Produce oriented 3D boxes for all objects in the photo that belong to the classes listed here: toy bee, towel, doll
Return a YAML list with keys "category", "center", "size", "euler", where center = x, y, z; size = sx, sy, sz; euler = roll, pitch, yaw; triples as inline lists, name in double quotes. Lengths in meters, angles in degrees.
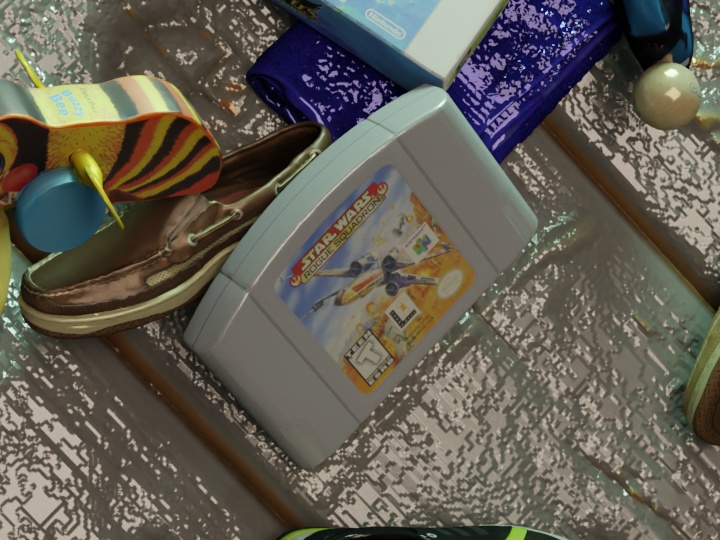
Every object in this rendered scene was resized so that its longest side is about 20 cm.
- category: "toy bee"
  center: [-0.164, -0.060, 1.215]
  size: [0.131, 0.109, 0.200]
  euler: [34, 52, 29]
- category: "towel"
  center: [0.050, -0.127, 1.401]
  size: [0.148, 0.050, 0.200]
  euler: [46, 72, -8]
- category: "doll"
  center: [0.171, -0.177, 1.413]
  size: [0.048, 0.136, 0.201]
  euler: [-7, 71, 17]

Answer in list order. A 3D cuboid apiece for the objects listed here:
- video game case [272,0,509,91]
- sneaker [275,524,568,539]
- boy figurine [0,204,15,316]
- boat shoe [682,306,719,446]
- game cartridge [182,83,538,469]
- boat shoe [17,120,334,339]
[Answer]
- category: "video game case"
  center: [0.011, -0.222, 1.376]
  size: [0.200, 0.045, 0.182]
  euler: [34, 70, 4]
- category: "sneaker"
  center: [0.043, 0.178, 1.341]
  size: [0.199, 0.083, 0.072]
  euler: [1, 83, -18]
- category: "boy figurine"
  center: [-0.235, -0.012, 1.287]
  size: [0.124, 0.064, 0.200]
  euler: [46, 74, -4]
- category: "boat shoe"
  center: [0.250, 0.010, 1.442]
  size: [0.072, 0.076, 0.200]
  euler: [34, 93, -40]
- category: "game cartridge"
  center: [0.000, 0.000, 1.333]
  size: [0.200, 0.041, 0.133]
  euler: [-47, 133, -9]
- category: "boat shoe"
  center: [-0.099, -0.031, 1.319]
  size: [0.202, 0.075, 0.075]
  euler: [-24, 126, -27]
